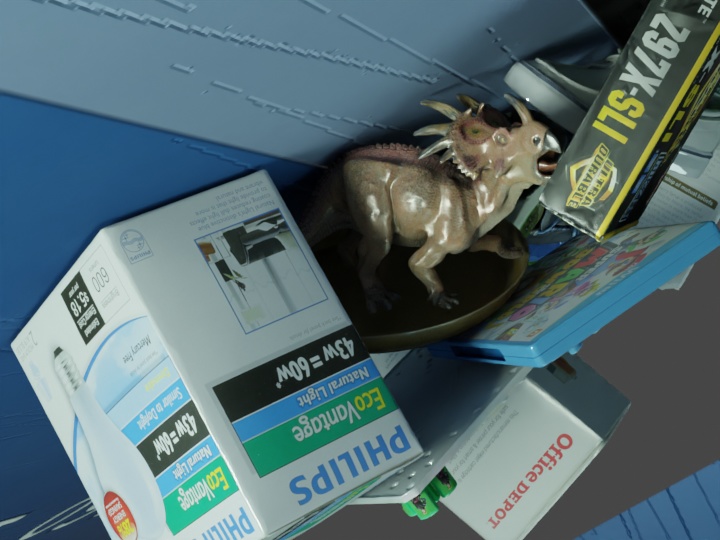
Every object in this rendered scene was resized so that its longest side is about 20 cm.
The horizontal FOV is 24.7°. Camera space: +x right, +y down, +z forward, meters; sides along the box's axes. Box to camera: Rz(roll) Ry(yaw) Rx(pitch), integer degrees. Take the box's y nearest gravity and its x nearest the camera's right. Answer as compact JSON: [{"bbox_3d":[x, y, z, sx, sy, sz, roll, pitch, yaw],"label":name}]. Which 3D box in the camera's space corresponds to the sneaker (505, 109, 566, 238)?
[{"bbox_3d":[0.094,-0.020,1.230,0.200,0.077,0.089,-54,156,-7],"label":"sneaker"}]

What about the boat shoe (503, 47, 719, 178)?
[{"bbox_3d":[0.180,-0.121,1.125,0.200,0.074,0.065,12,114,-44],"label":"boat shoe"}]

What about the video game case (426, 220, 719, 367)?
[{"bbox_3d":[0.131,0.015,1.066,0.143,0.018,0.200,-33,-172,-14],"label":"video game case"}]

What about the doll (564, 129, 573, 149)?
[{"bbox_3d":[0.195,-0.128,1.283,0.136,0.048,0.200,-37,177,6],"label":"doll"}]

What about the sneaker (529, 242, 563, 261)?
[{"bbox_3d":[0.207,-0.057,1.406,0.200,0.111,0.077,-37,136,-41],"label":"sneaker"}]

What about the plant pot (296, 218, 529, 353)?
[{"bbox_3d":[0.017,0.006,1.123,0.200,0.028,0.200,-6,-153,3],"label":"plant pot"}]

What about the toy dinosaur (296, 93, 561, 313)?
[{"bbox_3d":[0.034,-0.052,1.054,0.200,0.136,0.086,-2,-152,11],"label":"toy dinosaur"}]

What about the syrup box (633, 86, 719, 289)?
[{"bbox_3d":[0.256,-0.090,1.274,0.200,0.081,0.079,-60,179,-1],"label":"syrup box"}]

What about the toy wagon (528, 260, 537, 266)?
[{"bbox_3d":[0.087,0.029,1.421,0.155,0.040,0.200,-20,174,-23],"label":"toy wagon"}]

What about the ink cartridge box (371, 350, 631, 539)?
[{"bbox_3d":[0.090,0.102,1.304,0.145,0.200,0.083,-55,170,32],"label":"ink cartridge box"}]

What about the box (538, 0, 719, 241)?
[{"bbox_3d":[0.188,-0.118,0.995,0.200,0.049,0.160,-61,166,12],"label":"box"}]

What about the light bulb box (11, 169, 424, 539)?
[{"bbox_3d":[-0.095,0.078,1.015,0.125,0.200,0.198,-23,169,-34],"label":"light bulb box"}]

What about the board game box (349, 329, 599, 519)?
[{"bbox_3d":[0.050,0.097,1.120,0.200,0.026,0.200,-44,-166,-28],"label":"board game box"}]

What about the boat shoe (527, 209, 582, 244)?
[{"bbox_3d":[0.139,-0.050,1.318,0.200,0.084,0.069,-15,180,-20],"label":"boat shoe"}]
